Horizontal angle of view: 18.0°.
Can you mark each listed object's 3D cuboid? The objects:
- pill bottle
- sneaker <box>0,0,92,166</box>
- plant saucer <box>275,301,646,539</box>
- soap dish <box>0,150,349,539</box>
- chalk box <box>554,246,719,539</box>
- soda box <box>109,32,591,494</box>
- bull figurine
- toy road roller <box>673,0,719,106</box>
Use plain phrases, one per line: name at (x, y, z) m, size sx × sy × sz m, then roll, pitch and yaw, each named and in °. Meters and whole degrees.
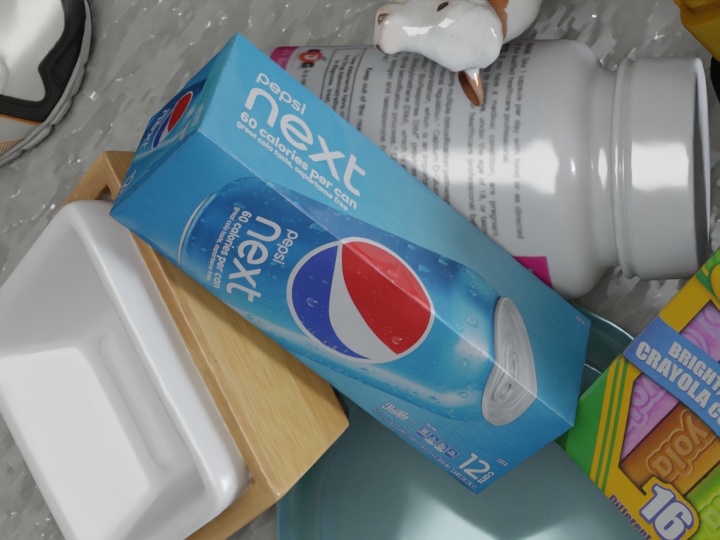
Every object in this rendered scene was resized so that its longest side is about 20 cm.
pill bottle at (0.051, -0.044, 1.000) m, size 0.198 × 0.113 × 0.115 m, roll 0°, pitch 89°, yaw 14°
sneaker at (-0.205, -0.069, 1.080) m, size 0.074 × 0.080 × 0.200 m, roll 43°, pitch 97°, yaw 12°
plant saucer at (0.061, 0.110, 1.021) m, size 0.198 × 0.027 × 0.202 m, roll -2°, pitch 76°, yaw 9°
soap dish at (-0.091, 0.048, 1.003) m, size 0.081 × 0.200 × 0.158 m, roll -24°, pitch 81°, yaw -28°
chalk box at (0.194, 0.029, 0.916) m, size 0.124 × 0.125 × 0.200 m, roll 46°, pitch 132°, yaw 10°
soda box at (0.000, 0.000, 0.928) m, size 0.199 × 0.068 × 0.064 m, roll 38°, pitch 128°, yaw -17°
bull figurine at (0.053, -0.157, 0.980) m, size 0.121 × 0.065 × 0.200 m, roll 25°, pitch 61°, yaw 33°
toy road roller at (0.181, -0.157, 0.911) m, size 0.146 × 0.201 × 0.123 m, roll 43°, pitch 129°, yaw -16°
